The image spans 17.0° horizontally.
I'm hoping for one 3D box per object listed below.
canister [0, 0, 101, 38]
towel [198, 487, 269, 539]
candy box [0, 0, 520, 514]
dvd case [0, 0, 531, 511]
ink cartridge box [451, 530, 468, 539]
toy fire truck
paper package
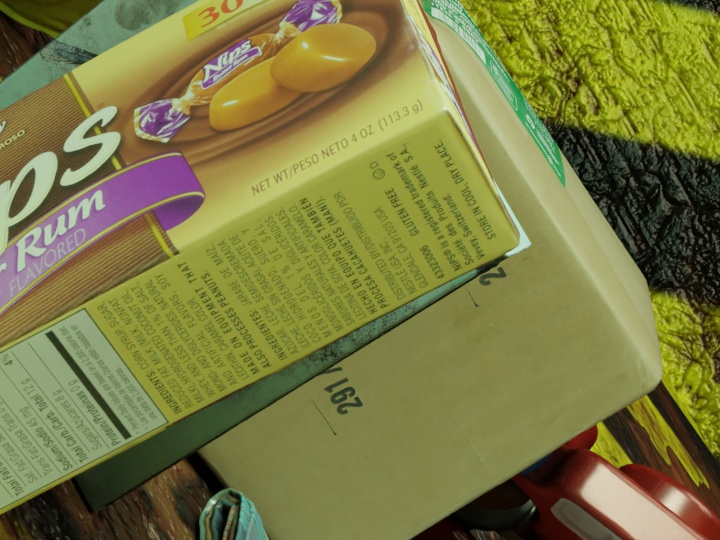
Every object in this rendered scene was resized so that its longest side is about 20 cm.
[{"bbox_3d":[-0.094,-0.218,1.083,0.086,0.149,0.200,22,62,-12],"label":"canister"},{"bbox_3d":[-0.001,0.190,0.929,0.200,0.022,0.147,55,11,-22],"label":"towel"},{"bbox_3d":[-0.064,-0.011,0.691,0.057,0.200,0.117,59,8,-36],"label":"candy box"},{"bbox_3d":[-0.056,-0.023,0.803,0.146,0.200,0.022,60,32,3],"label":"dvd case"},{"bbox_3d":[0.073,0.207,1.024,0.116,0.067,0.200,58,-4,-27],"label":"ink cartridge box"},{"bbox_3d":[0.096,0.112,1.128,0.200,0.112,0.168,40,-18,4],"label":"toy fire truck"},{"bbox_3d":[0.000,0.000,1.001,0.200,0.190,0.104,53,11,-23],"label":"paper package"}]
